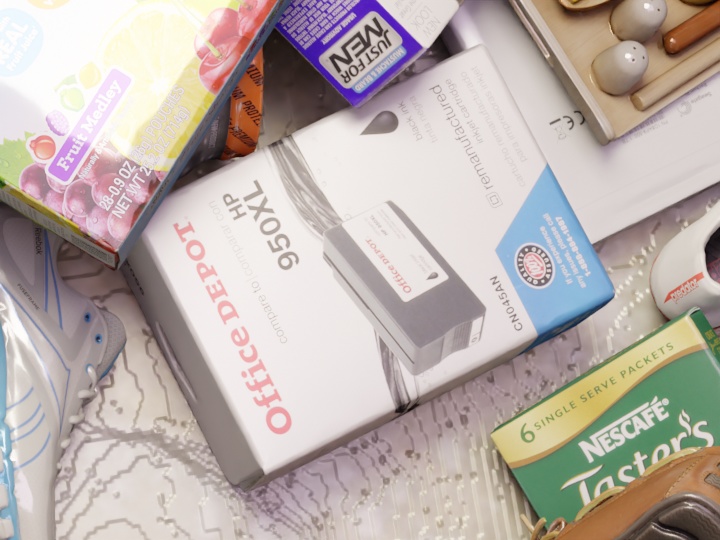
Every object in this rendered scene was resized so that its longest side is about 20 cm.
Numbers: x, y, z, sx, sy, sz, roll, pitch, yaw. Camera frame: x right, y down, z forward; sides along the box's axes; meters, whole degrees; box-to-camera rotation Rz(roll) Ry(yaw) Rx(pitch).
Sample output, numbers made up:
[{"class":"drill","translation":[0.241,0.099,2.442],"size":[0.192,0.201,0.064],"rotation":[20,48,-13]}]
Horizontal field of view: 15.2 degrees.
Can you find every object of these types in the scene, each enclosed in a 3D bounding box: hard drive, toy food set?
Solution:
[{"class":"hard drive","translation":[0.112,-0.121,1.389],"size":[0.132,0.027,0.200],"rotation":[-26,85,-21]},{"class":"toy food set","translation":[0.158,-0.171,1.369],"size":[0.200,0.060,0.144],"rotation":[-33,88,-24]}]

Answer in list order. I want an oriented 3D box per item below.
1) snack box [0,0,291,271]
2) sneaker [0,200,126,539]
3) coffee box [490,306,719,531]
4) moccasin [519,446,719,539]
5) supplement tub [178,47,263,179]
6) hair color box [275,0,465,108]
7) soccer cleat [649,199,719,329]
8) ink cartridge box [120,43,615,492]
[{"class":"snack box","translation":[-0.148,-0.124,1.195],"size":[0.200,0.068,0.169],"rotation":[31,80,1]},{"class":"sneaker","translation":[-0.151,0.056,1.290],"size":[0.087,0.075,0.200],"rotation":[-6,80,-18]},{"class":"coffee box","translation":[0.165,0.133,1.321],"size":[0.123,0.044,0.200],"rotation":[-31,86,16]},{"class":"moccasin","translation":[0.104,0.149,1.282],"size":[0.074,0.078,0.201],"rotation":[40,118,-6]},{"class":"supplement tub","translation":[-0.152,-0.099,1.292],"size":[0.200,0.123,0.123],"rotation":[-3,80,-10]},{"class":"hair color box","translation":[-0.033,-0.187,1.279],"size":[0.200,0.065,0.109],"rotation":[46,43,-9]},{"class":"soccer cleat","translation":[0.234,-0.037,1.371],"size":[0.200,0.085,0.069],"rotation":[-33,87,-15]},{"class":"ink cartridge box","translation":[0.000,0.000,1.320],"size":[0.200,0.084,0.145],"rotation":[-27,85,-14]}]
